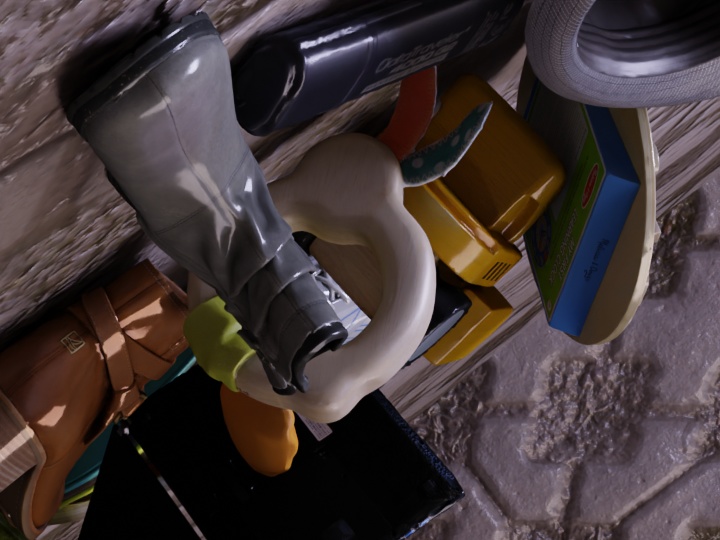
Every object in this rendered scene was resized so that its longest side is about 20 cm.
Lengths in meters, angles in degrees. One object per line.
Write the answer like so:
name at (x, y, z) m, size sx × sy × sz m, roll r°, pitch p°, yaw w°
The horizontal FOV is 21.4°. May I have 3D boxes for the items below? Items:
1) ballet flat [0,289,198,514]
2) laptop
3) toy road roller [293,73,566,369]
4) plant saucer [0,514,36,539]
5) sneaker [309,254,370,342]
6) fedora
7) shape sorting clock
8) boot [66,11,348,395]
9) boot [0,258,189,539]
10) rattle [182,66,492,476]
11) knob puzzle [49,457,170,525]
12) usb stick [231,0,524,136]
ballet flat at (-0.136, 0.086, 1.151) m, size 0.200 × 0.067 × 0.067 m, roll -41°, pitch 149°, yaw 7°
laptop at (-0.060, 0.149, 1.078) m, size 0.200 × 0.177 × 0.103 m, roll -34°, pitch 142°, yaw -11°
toy road roller at (0.051, -0.033, 1.126) m, size 0.146 × 0.123 × 0.200 m, roll -43°, pitch 170°, yaw 8°
plant saucer at (-0.209, 0.204, 1.097) m, size 0.048 × 0.200 × 0.200 m, roll -52°, pitch 168°, yaw 12°
sneaker at (-0.030, 0.024, 1.275) m, size 0.200 × 0.075 × 0.087 m, roll -37°, pitch 166°, yaw -6°
fedora at (0.150, -0.161, 0.902) m, size 0.199 × 0.091 × 0.177 m, roll -3°, pitch 146°, yaw -43°
shape sorting clock at (0.131, -0.056, 1.118) m, size 0.039 × 0.201 × 0.200 m, roll -1°, pitch 161°, yaw -13°
boot at (-0.047, -0.019, 0.763) m, size 0.068 × 0.131 × 0.200 m, roll -37°, pitch 171°, yaw -7°
boot at (-0.147, 0.068, 1.028) m, size 0.155 × 0.074 × 0.200 m, roll -41°, pitch 174°, yaw -5°
rattle at (0.000, 0.000, 1.000) m, size 0.200 × 0.130 × 0.143 m, roll -63°, pitch 146°, yaw -24°
knob puzzle at (-0.157, 0.127, 1.241) m, size 0.219 × 0.031 × 0.220 m, roll -15°, pitch -177°, yaw 1°
usb stick at (0.012, -0.107, 0.880) m, size 0.200 × 0.033 × 0.056 m, roll -28°, pitch 160°, yaw -49°
